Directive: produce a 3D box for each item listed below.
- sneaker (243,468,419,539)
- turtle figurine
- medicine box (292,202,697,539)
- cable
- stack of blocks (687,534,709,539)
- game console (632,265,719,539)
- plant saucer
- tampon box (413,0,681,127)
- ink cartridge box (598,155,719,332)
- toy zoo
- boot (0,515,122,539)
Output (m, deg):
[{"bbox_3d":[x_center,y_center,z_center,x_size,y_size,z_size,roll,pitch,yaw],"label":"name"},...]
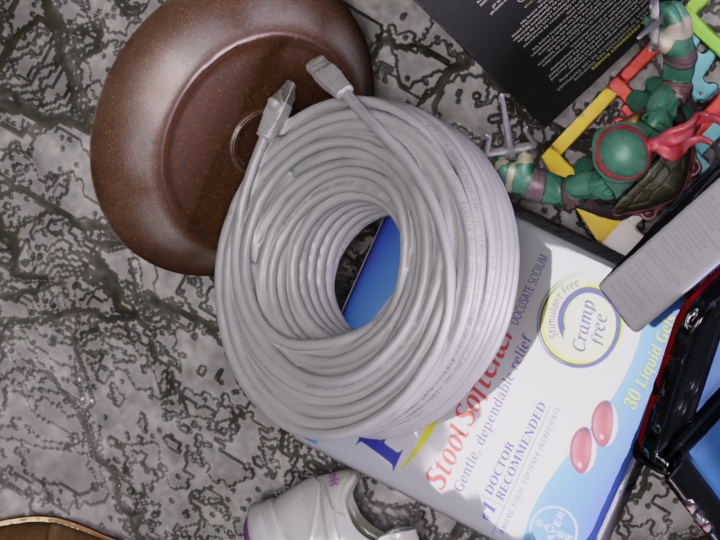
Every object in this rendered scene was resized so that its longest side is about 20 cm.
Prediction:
[{"bbox_3d":[0.008,0.218,1.698,0.099,0.075,0.201,-30,90,7],"label":"sneaker"},{"bbox_3d":[0.150,-0.076,1.583,0.149,0.200,0.101,-34,81,9],"label":"turtle figurine"},{"bbox_3d":[0.089,0.060,1.654,0.199,0.103,0.183,25,97,12],"label":"medicine box"},{"bbox_3d":[0.000,0.000,1.583,0.200,0.069,0.201,36,103,37],"label":"cable"},{"bbox_3d":[0.161,0.244,1.693,0.199,0.059,0.116,-17,91,6],"label":"stack of blocks"},{"bbox_3d":[0.260,0.064,1.595,0.118,0.200,0.173,29,133,20],"label":"game console"},{"bbox_3d":[-0.068,-0.083,1.646,0.199,0.037,0.202,-15,120,-27],"label":"plant saucer"},{"bbox_3d":[0.075,-0.208,1.585,0.126,0.200,0.150,-43,57,7],"label":"tampon box"},{"bbox_3d":[0.245,-0.071,1.536,0.043,0.198,0.200,48,137,0],"label":"ink cartridge box"},{"bbox_3d":[0.205,-0.076,1.690,0.131,0.020,0.200,44,96,2],"label":"toy zoo"},{"bbox_3d":[-0.184,0.199,1.717,0.198,0.075,0.074,5,95,6],"label":"boot"}]
